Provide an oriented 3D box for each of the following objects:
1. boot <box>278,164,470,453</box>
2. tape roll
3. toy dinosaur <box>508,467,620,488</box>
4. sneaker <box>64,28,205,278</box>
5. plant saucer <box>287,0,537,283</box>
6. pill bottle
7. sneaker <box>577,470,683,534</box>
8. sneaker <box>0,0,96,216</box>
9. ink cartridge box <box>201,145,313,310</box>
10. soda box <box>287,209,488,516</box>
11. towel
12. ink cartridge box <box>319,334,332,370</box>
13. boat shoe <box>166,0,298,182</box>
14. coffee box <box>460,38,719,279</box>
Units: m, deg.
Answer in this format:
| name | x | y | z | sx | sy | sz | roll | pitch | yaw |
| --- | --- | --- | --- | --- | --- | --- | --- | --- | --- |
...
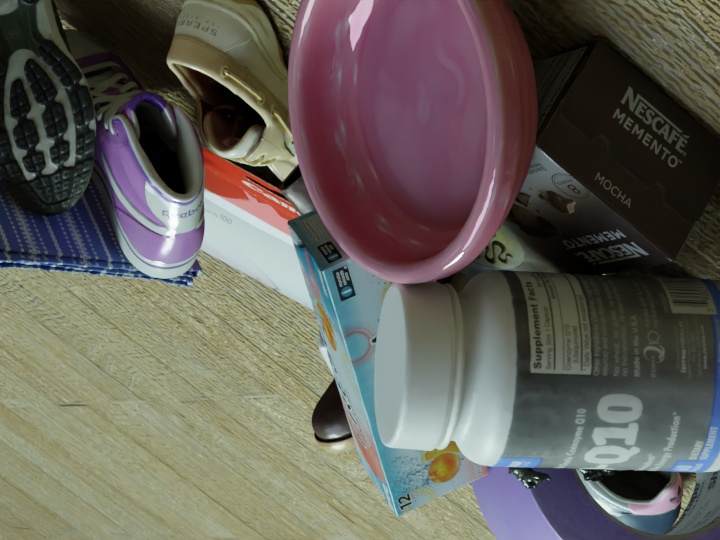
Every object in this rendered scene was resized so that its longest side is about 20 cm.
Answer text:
| name | x | y | z | sx | sy | sz | roll | pitch | yaw |
| --- | --- | --- | --- | --- | --- | --- | --- | --- | --- |
| boot | 0.000 | 0.000 | 1.623 | 0.166 | 0.200 | 0.072 | 44 | 178 | -27 |
| tape roll | 0.174 | 0.108 | 1.622 | 0.200 | 0.200 | 0.085 | 34 | 159 | -10 |
| toy dinosaur | 0.112 | 0.085 | 1.538 | 0.200 | 0.088 | 0.047 | -10 | 163 | -19 |
| sneaker | -0.153 | -0.105 | 1.682 | 0.201 | 0.073 | 0.114 | 56 | 155 | 25 |
| plant saucer | 0.033 | -0.094 | 1.425 | 0.051 | 0.201 | 0.200 | -8 | -178 | -34 |
| pill bottle | 0.114 | 0.057 | 1.464 | 0.200 | 0.114 | 0.114 | 2 | 162 | -10 |
| sneaker | 0.152 | 0.133 | 1.915 | 0.200 | 0.070 | 0.082 | 25 | 142 | 4 |
| sneaker | -0.215 | -0.133 | 1.674 | 0.077 | 0.200 | 0.089 | -13 | 177 | 2 |
| ink cartridge box | -0.063 | -0.022 | 1.788 | 0.163 | 0.057 | 0.200 | 29 | 178 | 3 |
| soda box | 0.018 | 0.050 | 1.554 | 0.064 | 0.068 | 0.200 | -128 | 18 | -53 |
| towel | -0.207 | -0.053 | 1.705 | 0.200 | 0.145 | 0.024 | 6 | 138 | -46 |
| ink cartridge box | 0.075 | 0.075 | 1.782 | 0.162 | 0.057 | 0.200 | -7 | 143 | 14 |
| boat shoe | -0.076 | -0.103 | 1.645 | 0.074 | 0.069 | 0.200 | 16 | 156 | 32 |
| coffee box | 0.106 | -0.057 | 1.501 | 0.113 | 0.080 | 0.200 | 39 | 157 | -20 |
